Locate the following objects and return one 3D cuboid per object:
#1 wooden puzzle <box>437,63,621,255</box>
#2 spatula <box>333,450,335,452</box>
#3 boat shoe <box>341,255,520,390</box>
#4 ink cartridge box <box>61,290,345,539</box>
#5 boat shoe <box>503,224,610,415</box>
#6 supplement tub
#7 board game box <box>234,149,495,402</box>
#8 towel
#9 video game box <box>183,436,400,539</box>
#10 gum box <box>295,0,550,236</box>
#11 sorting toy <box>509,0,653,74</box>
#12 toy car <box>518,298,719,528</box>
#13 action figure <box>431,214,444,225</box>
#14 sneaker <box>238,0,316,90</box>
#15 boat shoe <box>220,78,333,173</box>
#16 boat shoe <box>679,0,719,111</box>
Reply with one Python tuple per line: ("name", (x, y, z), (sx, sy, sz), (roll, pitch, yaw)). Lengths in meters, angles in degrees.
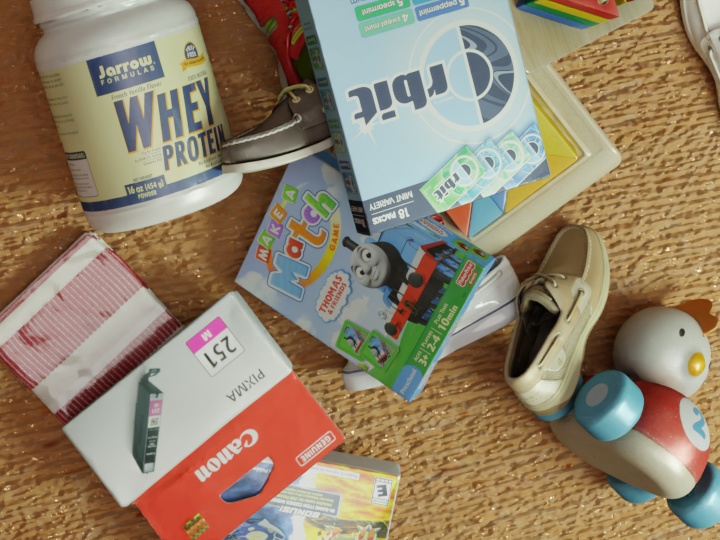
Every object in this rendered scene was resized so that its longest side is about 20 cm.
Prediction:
("wooden puzzle", (0.114, -0.118, 1.275), (0.184, 0.037, 0.200), (-36, 108, 20))
("spatula", (-0.031, 0.243, 1.347), (0.056, 0.021, 0.202), (-18, 105, -1))
("boat shoe", (0.063, 0.048, 1.316), (0.198, 0.073, 0.066), (-27, 101, -17))
("ink cartridge box", (-0.140, 0.147, 1.255), (0.199, 0.044, 0.174), (-38, 91, -1))
("boat shoe", (0.182, 0.033, 1.291), (0.064, 0.071, 0.202), (41, 52, -35))
("supplement tub", (-0.193, -0.148, 1.179), (0.143, 0.145, 0.202), (-18, 104, -9))
("board game box", (0.000, 0.000, 1.236), (0.199, 0.037, 0.152), (33, 116, 12))
("towel", (-0.231, 0.081, 1.276), (0.144, 0.023, 0.200), (-42, 104, -1))
("video game box", (-0.075, 0.258, 1.311), (0.197, 0.047, 0.185), (10, 100, -2))
("gum box", (0.053, -0.151, 1.142), (0.168, 0.045, 0.202), (-19, 100, -15))
("sorting toy", (0.184, -0.302, 1.223), (0.198, 0.069, 0.202), (-30, 102, -36))
("toy car", (0.289, 0.105, 1.330), (0.184, 0.176, 0.201), (41, 77, -26))
("action figure", (0.070, -0.064, 1.252), (0.198, 0.065, 0.100), (-27, 98, 19))
("sneaker", (-0.054, -0.223, 1.228), (0.076, 0.085, 0.202), (-29, 105, -7))
("boat shoe", (-0.036, -0.135, 1.174), (0.198, 0.072, 0.060), (-23, 108, -25))
("boat shoe", (0.369, -0.210, 1.333), (0.070, 0.069, 0.202), (-26, 104, -5))
